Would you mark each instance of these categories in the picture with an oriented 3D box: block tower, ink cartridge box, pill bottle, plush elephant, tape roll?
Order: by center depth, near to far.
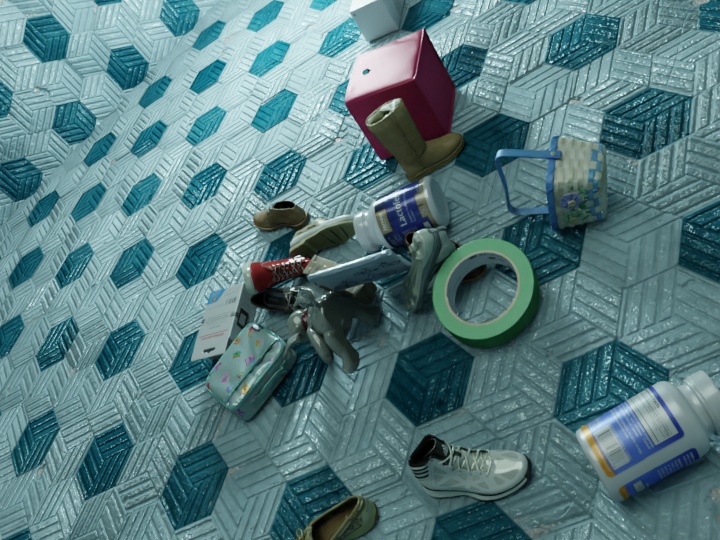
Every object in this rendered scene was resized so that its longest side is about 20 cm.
[{"bbox_3d":[0.415,0.228,1.006,0.198,0.112,0.113,-33,40,10],"label":"pill bottle"},{"bbox_3d":[0.233,0.041,1.337,0.196,0.048,0.205,-13,60,23],"label":"tape roll"},{"bbox_3d":[-0.086,0.118,1.486,0.154,0.198,0.167,-29,34,50],"label":"plush elephant"},{"bbox_3d":[0.089,-0.118,1.575,0.196,0.116,0.118,-22,43,23],"label":"pill bottle"},{"bbox_3d":[-0.045,0.023,1.610,0.198,0.058,0.054,22,70,46],"label":"block tower"},{"bbox_3d":[-0.327,0.140,1.729,0.114,0.067,0.204,-16,46,28],"label":"ink cartridge box"}]

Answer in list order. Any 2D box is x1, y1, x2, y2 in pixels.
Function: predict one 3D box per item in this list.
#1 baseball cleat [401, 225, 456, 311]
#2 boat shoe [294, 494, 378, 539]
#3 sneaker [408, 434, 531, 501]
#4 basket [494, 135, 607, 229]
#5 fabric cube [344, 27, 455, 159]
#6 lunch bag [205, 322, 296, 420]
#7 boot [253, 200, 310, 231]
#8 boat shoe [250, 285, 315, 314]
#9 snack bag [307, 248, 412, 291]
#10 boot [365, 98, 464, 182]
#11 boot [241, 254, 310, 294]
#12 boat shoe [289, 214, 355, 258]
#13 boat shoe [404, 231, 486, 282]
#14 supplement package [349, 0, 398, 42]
[{"bbox_3d":[0.138,0.000,1.416,0.104,0.203,0.070,-14,50,-20],"label":"baseball cleat"},{"bbox_3d":[-0.063,0.453,1.240,0.199,0.063,0.074,-39,40,6],"label":"boat shoe"},{"bbox_3d":[0.165,0.310,1.137,0.197,0.116,0.077,-16,46,28],"label":"sneaker"},{"bbox_3d":[0.361,-0.166,1.346,0.196,0.177,0.142,5,61,28],"label":"basket"},{"bbox_3d":[0.103,-0.434,1.774,0.195,0.201,0.200,-12,47,30],"label":"fabric cube"},{"bbox_3d":[-0.240,0.218,1.581,0.159,0.077,0.201,24,73,48],"label":"lunch bag"},{"bbox_3d":[-0.225,-0.154,1.898,0.197,0.076,0.075,0,56,41],"label":"boot"},{"bbox_3d":[-0.182,0.072,1.660,0.056,0.069,0.197,-15,11,-42],"label":"boat shoe"},{"bbox_3d":[0.000,0.000,1.426,0.184,0.200,0.022,-17,78,16],"label":"snack bag"},{"bbox_3d":[0.131,-0.316,1.646,0.174,0.200,0.067,-36,40,6],"label":"boot"},{"bbox_3d":[-0.189,0.001,1.658,0.141,0.074,0.200,-12,4,9],"label":"boot"},{"bbox_3d":[-0.092,-0.096,1.737,0.196,0.075,0.070,-22,49,24],"label":"boat shoe"},{"bbox_3d":[0.168,-0.032,1.471,0.197,0.071,0.071,17,63,45],"label":"boat shoe"},{"bbox_3d":[0.056,-0.837,2.229,0.119,0.120,0.204,-12,48,29],"label":"supplement package"}]
